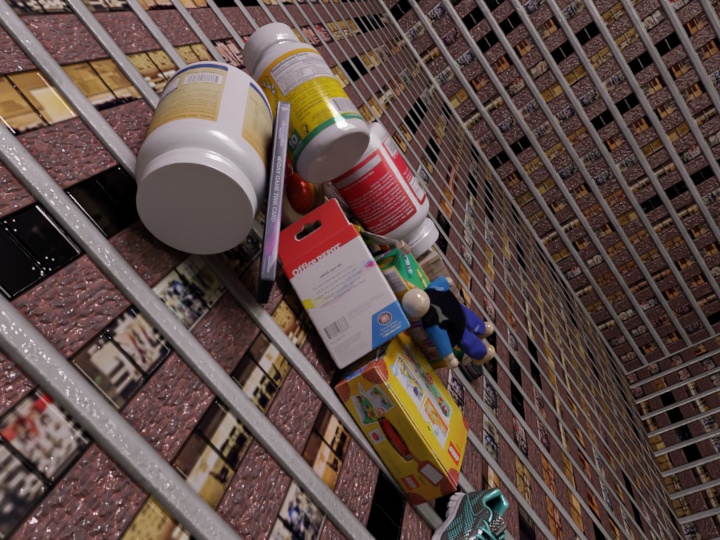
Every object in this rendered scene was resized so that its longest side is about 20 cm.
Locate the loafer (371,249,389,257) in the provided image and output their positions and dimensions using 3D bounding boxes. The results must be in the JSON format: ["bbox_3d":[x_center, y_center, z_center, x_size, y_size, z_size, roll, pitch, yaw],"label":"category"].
[{"bbox_3d":[0.076,0.049,0.927,0.203,0.072,0.071,62,32,-16],"label":"loafer"}]

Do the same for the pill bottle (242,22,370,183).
[{"bbox_3d":[-0.080,-0.231,0.722,0.202,0.112,0.112,58,25,13],"label":"pill bottle"}]

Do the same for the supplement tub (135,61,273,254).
[{"bbox_3d":[-0.177,-0.133,0.618,0.144,0.143,0.203,38,32,-35],"label":"supplement tub"}]

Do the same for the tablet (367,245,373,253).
[{"bbox_3d":[0.000,0.000,0.943,0.130,0.014,0.203,38,32,-37],"label":"tablet"}]

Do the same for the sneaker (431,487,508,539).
[{"bbox_3d":[0.158,0.367,0.735,0.078,0.091,0.200,55,26,-3],"label":"sneaker"}]

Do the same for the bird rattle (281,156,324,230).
[{"bbox_3d":[-0.102,-0.144,0.821,0.200,0.110,0.167,-36,114,-65],"label":"bird rattle"}]

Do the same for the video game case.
[{"bbox_3d":[-0.105,-0.073,0.632,0.019,0.143,0.205,7,76,-11],"label":"video game case"}]

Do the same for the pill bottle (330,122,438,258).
[{"bbox_3d":[0.037,-0.116,0.834,0.201,0.111,0.113,54,25,-18],"label":"pill bottle"}]

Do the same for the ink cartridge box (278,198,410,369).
[{"bbox_3d":[-0.028,0.017,0.740,0.203,0.115,0.067,60,4,3],"label":"ink cartridge box"}]

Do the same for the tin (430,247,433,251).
[{"bbox_3d":[0.108,-0.061,1.098,0.203,0.042,0.111,61,25,11],"label":"tin"}]

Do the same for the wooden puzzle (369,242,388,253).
[{"bbox_3d":[0.088,-0.002,1.060,0.184,0.037,0.203,-1,65,-66],"label":"wooden puzzle"}]

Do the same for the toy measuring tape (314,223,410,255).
[{"bbox_3d":[-0.011,-0.031,0.813,0.198,0.075,0.073,20,-6,45],"label":"toy measuring tape"}]

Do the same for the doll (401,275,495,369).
[{"bbox_3d":[0.132,0.079,0.778,0.199,0.048,0.139,33,51,-39],"label":"doll"}]

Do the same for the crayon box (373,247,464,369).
[{"bbox_3d":[0.070,0.070,0.845,0.201,0.117,0.059,54,41,-18],"label":"crayon box"}]

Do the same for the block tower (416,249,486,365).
[{"bbox_3d":[0.143,0.058,0.888,0.202,0.053,0.058,59,-2,-22],"label":"block tower"}]

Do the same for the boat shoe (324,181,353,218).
[{"bbox_3d":[-0.061,-0.187,0.969,0.201,0.071,0.072,52,26,-13],"label":"boat shoe"}]

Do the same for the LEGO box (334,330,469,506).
[{"bbox_3d":[0.068,0.201,0.771,0.202,0.076,0.149,56,26,-5],"label":"LEGO box"}]

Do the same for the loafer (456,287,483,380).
[{"bbox_3d":[0.224,0.132,1.146,0.071,0.062,0.203,17,48,-54],"label":"loafer"}]
